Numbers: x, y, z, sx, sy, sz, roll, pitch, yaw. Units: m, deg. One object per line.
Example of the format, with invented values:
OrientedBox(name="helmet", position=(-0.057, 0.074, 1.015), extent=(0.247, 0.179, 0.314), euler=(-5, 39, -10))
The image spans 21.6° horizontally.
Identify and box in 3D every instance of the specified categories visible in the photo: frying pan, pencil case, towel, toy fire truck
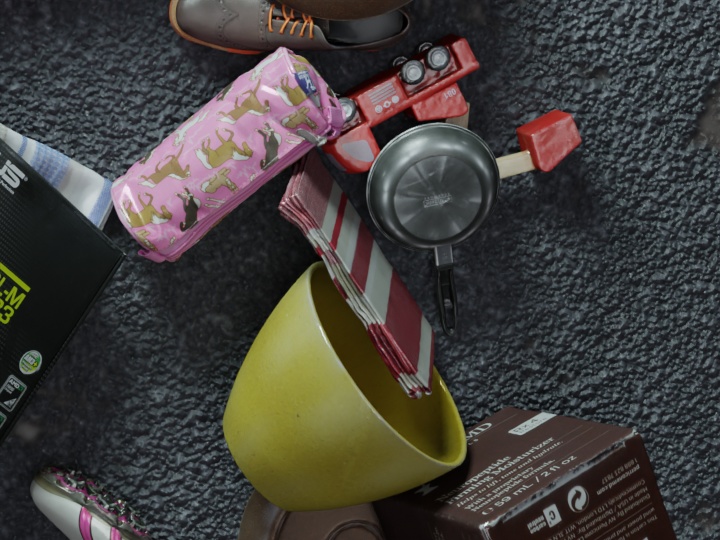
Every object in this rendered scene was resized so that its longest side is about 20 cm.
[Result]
OrientedBox(name="frying pan", position=(0.053, -0.032, 1.580), extent=(0.114, 0.031, 0.192), euler=(9, 113, -14))
OrientedBox(name="pencil case", position=(-0.108, -0.091, 1.520), extent=(0.199, 0.087, 0.083), euler=(-37, 110, 10))
OrientedBox(name="towel", position=(-0.290, -0.038, 1.488), extent=(0.199, 0.024, 0.148), euler=(28, 88, -45))
OrientedBox(name="toy fire truck", position=(0.071, -0.118, 1.588), extent=(0.199, 0.049, 0.142), euler=(-29, 105, -5))
OrientedBox(name="towel", position=(0.000, 0.000, 1.546), extent=(0.023, 0.144, 0.201), euler=(-30, 105, 14))

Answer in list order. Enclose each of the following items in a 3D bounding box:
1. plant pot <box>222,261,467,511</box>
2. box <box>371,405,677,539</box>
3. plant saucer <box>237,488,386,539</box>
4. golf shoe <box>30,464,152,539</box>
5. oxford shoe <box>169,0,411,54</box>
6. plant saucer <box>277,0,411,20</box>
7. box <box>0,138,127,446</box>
OrientedBox(name="plant pot", position=(-0.029, 0.115, 1.545), extent=(0.142, 0.200, 0.200), euler=(-38, 105, 17))
OrientedBox(name="box", position=(0.140, 0.229, 1.561), extent=(0.165, 0.199, 0.166), euler=(-28, 105, -24))
OrientedBox(name="plant saucer", position=(-0.007, 0.241, 1.639), extent=(0.198, 0.032, 0.203), euler=(-2, 99, -11))
OrientedBox(name="golf shoe", position=(-0.205, 0.245, 1.575), extent=(0.200, 0.073, 0.092), euler=(42, 90, -15))
OrientedBox(name="oxford shoe", position=(-0.055, -0.211, 1.534), extent=(0.198, 0.073, 0.072), euler=(-2, 100, -11))
OrientedBox(name="plant saucer", position=(-0.012, -0.300, 1.498), extent=(0.198, 0.034, 0.203), euler=(0, 84, 1))
OrientedBox(name="box", position=(-0.300, 0.007, 1.444), extent=(0.194, 0.047, 0.200), euler=(-56, 131, -14))
